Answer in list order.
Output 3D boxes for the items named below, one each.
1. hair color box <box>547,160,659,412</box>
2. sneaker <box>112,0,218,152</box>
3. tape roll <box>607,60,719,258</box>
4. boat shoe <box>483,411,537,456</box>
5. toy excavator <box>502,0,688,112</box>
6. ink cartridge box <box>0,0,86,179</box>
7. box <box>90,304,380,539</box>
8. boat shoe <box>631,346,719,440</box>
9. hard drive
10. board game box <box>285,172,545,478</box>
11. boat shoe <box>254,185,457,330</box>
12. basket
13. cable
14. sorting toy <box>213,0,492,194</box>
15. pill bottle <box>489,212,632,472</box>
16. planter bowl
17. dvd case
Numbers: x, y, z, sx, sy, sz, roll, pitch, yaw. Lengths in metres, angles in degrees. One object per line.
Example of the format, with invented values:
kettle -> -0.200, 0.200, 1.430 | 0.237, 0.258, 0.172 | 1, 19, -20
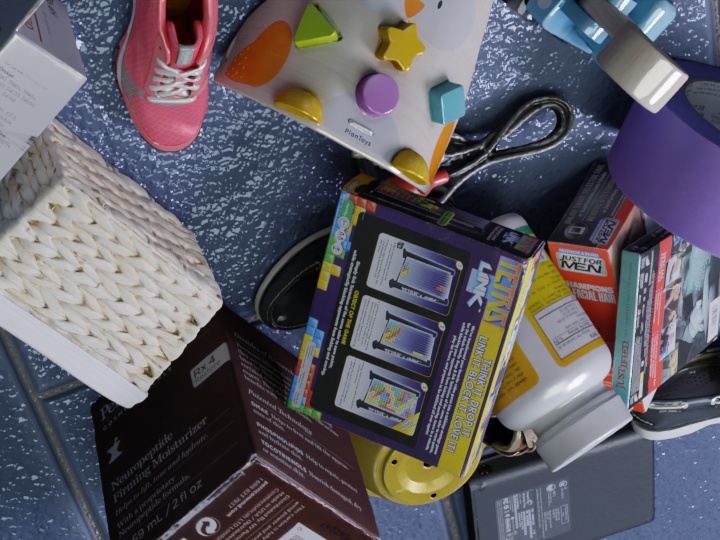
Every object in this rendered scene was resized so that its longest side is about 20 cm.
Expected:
hair color box -> 0.234, 0.016, 1.481 | 0.111, 0.063, 0.201 | -55, 139, -34
sneaker -> -0.143, -0.166, 1.229 | 0.073, 0.087, 0.202 | -5, 126, -15
tape roll -> 0.312, -0.089, 1.380 | 0.198, 0.201, 0.086 | 10, 121, -26
boat shoe -> 0.135, 0.132, 1.478 | 0.198, 0.073, 0.076 | 11, 145, -24
toy excavator -> 0.192, -0.188, 1.234 | 0.100, 0.200, 0.194 | -49, 154, 17
ink cartridge box -> -0.264, -0.138, 1.186 | 0.066, 0.116, 0.200 | 33, 109, -35
box -> -0.110, 0.173, 1.410 | 0.166, 0.201, 0.164 | -41, 128, 16
boat shoe -> 0.358, 0.108, 1.621 | 0.198, 0.076, 0.061 | -22, 135, -4
hard drive -> 0.204, 0.228, 1.679 | 0.198, 0.033, 0.141 | -16, 128, -9
board game box -> 0.042, 0.044, 1.341 | 0.164, 0.057, 0.202 | 21, 113, 11
boat shoe -> 0.001, 0.002, 1.417 | 0.198, 0.066, 0.075 | -27, 129, 0
basket -> -0.218, -0.011, 1.288 | 0.123, 0.136, 0.200 | -42, 127, 8
cable -> 0.089, -0.094, 1.378 | 0.197, 0.050, 0.099 | -9, 90, -8
sorting toy -> 0.020, -0.178, 1.271 | 0.198, 0.107, 0.182 | 26, 91, -19
pill bottle -> 0.143, 0.063, 1.403 | 0.112, 0.201, 0.113 | -32, 170, -7
planter bowl -> 0.053, 0.156, 1.539 | 0.198, 0.084, 0.202 | -10, 128, -14
dvd case -> 0.278, 0.024, 1.469 | 0.199, 0.022, 0.148 | -27, 125, -49
